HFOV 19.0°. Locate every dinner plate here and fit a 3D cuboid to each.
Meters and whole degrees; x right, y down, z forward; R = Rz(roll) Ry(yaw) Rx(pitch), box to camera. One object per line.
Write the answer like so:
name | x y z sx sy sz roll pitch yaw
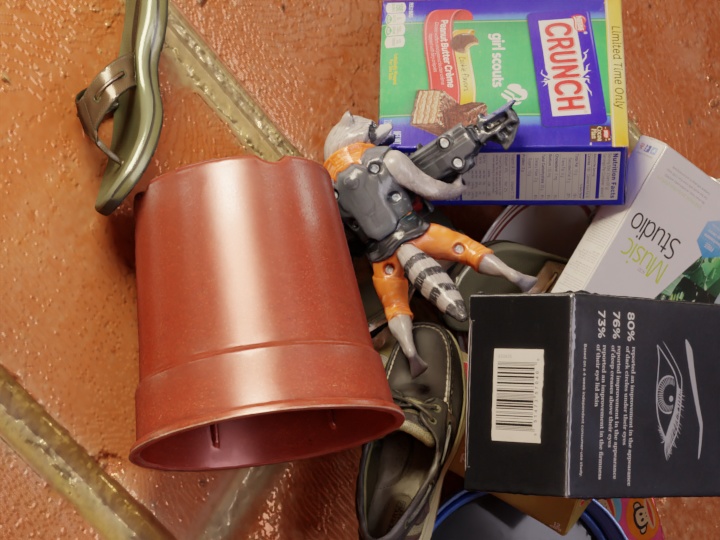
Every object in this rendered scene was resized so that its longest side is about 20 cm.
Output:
dinner plate | 0.150 0.007 1.835 0.200 0.024 0.200 -24 129 -33

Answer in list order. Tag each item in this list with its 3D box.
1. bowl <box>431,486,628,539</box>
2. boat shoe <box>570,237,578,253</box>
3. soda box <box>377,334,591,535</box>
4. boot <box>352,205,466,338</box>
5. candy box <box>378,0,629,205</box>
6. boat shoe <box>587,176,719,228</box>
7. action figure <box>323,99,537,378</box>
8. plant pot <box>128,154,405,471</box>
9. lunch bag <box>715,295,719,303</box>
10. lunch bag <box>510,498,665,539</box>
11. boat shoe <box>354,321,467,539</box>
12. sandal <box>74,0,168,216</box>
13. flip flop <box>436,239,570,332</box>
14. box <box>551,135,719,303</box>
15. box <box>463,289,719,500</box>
bowl | 0.126 0.263 1.734 0.201 0.039 0.201 0 89 -11
boat shoe | 0.149 -0.106 1.880 0.068 0.072 0.200 -46 123 -37
soda box | 0.098 0.124 1.703 0.200 0.064 0.068 29 52 16
boot | 0.000 0.000 1.731 0.097 0.075 0.200 51 50 1
candy box | 0.116 -0.138 1.740 0.077 0.200 0.169 87 4 -52
boat shoe | 0.291 -0.049 1.847 0.200 0.070 0.071 -1 69 -34
action figure | 0.048 -0.048 1.622 0.193 0.200 0.105 52 13 12
plant pot | -0.082 0.030 1.563 0.201 0.201 0.195 4 70 -42
lunch bag | 0.278 0.045 1.927 0.200 0.077 0.160 -58 141 -35
lunch bag | 0.163 0.196 1.821 0.176 0.082 0.200 -21 94 -39
boat shoe | 0.039 0.127 1.627 0.065 0.073 0.200 75 22 -66
sandal | -0.182 -0.133 1.583 0.057 0.080 0.201 12 65 -23
flip flop | 0.151 0.026 1.776 0.200 0.058 0.081 10 106 -34
box | 0.234 0.008 1.769 0.144 0.036 0.200 30 91 -39
box | 0.181 0.093 1.581 0.200 0.104 0.148 6 84 -43
